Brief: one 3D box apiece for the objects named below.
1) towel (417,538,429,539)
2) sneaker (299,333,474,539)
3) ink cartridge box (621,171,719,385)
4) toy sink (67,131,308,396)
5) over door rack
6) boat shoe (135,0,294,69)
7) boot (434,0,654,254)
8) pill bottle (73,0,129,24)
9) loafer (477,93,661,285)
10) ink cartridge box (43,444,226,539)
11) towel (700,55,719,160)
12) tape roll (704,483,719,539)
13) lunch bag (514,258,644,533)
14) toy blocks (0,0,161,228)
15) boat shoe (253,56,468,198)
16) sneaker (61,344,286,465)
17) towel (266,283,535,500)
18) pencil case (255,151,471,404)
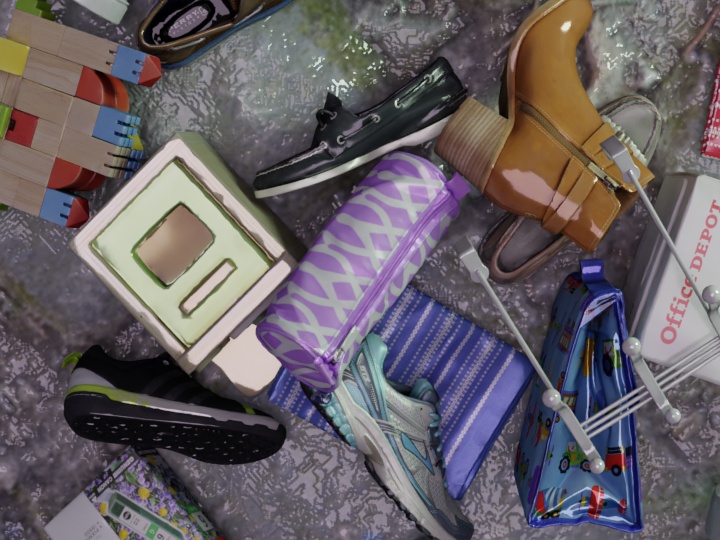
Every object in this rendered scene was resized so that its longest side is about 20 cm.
[{"bbox_3d":[0.004,0.350,1.178,0.198,0.048,0.173,-24,94,4],"label":"towel"},{"bbox_3d":[0.041,0.139,1.103,0.086,0.078,0.201,-39,105,-5],"label":"sneaker"},{"bbox_3d":[0.321,0.022,1.084,0.198,0.145,0.149,20,94,0],"label":"ink cartridge box"},{"bbox_3d":[-0.120,0.003,1.120,0.130,0.112,0.200,-43,93,6],"label":"toy sink"},{"bbox_3d":[0.177,0.028,0.980,0.147,0.067,0.201,-32,93,4],"label":"over door rack"},{"bbox_3d":[-0.100,-0.236,1.118,0.200,0.072,0.072,-41,92,5],"label":"boat shoe"},{"bbox_3d":[0.172,-0.121,1.078,0.154,0.077,0.200,34,64,12],"label":"boot"},{"bbox_3d":[-0.181,-0.306,1.096,0.112,0.112,0.202,30,96,0],"label":"pill bottle"},{"bbox_3d":[0.178,-0.063,1.125,0.072,0.063,0.200,43,96,-2],"label":"loafer"},{"bbox_3d":[-0.165,0.259,1.156,0.109,0.050,0.200,-42,78,6],"label":"ink cartridge box"},{"bbox_3d":[0.370,-0.180,1.127,0.143,0.022,0.203,11,97,0],"label":"towel"},{"bbox_3d":[0.374,0.215,1.072,0.200,0.203,0.038,12,96,2],"label":"tape roll"},{"bbox_3d":[0.177,0.091,1.095,0.093,0.151,0.203,2,96,2],"label":"lunch bag"},{"bbox_3d":[-0.235,-0.117,1.106,0.135,0.100,0.203,20,96,14],"label":"toy blocks"},{"bbox_3d":[-0.004,-0.120,1.121,0.197,0.075,0.067,-22,99,1],"label":"boat shoe"},{"bbox_3d":[-0.155,0.105,1.151,0.197,0.072,0.084,14,54,-17],"label":"sneaker"},{"bbox_3d":[0.037,0.094,1.140,0.199,0.024,0.146,30,95,-17],"label":"towel"},{"bbox_3d":[0.000,0.000,1.059,0.084,0.085,0.201,44,68,-27],"label":"pencil case"}]
